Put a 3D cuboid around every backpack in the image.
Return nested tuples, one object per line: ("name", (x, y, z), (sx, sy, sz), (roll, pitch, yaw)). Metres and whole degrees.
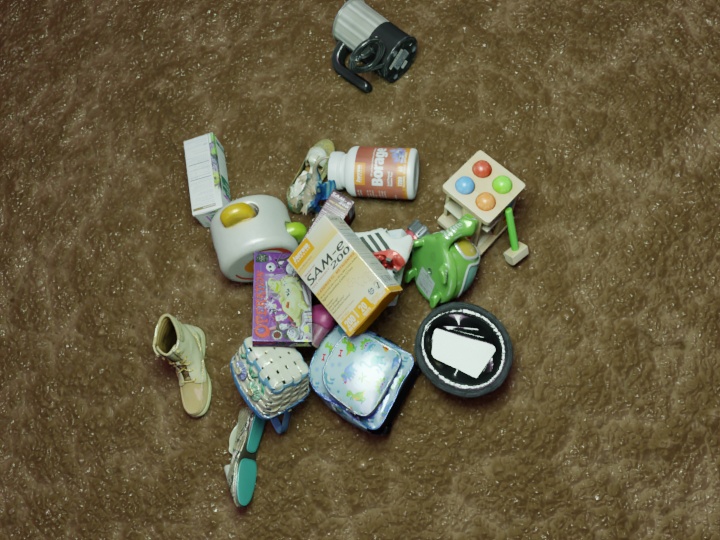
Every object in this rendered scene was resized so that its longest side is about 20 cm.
("backpack", (-0.004, 0.207, 1.292), (0.197, 0.147, 0.185), (25, 74, 23))

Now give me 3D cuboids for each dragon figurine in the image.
("dragon figurine", (-0.095, -0.184, 1.416), (0.058, 0.099, 0.203), (34, 126, 19))

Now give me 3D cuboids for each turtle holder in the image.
("turtle holder", (0.178, -0.028, 1.320), (0.130, 0.190, 0.140), (-17, 24, -29))

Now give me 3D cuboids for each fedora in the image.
("fedora", (0.209, 0.165, 1.292), (0.195, 0.092, 0.206), (-3, 72, 10))

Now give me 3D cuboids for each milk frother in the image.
("milk frother", (0.006, -0.546, 1.502), (0.188, 0.200, 0.181), (41, 87, 20))

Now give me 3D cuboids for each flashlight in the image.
("flashlight", (0.075, -0.019, 1.394), (0.200, 0.068, 0.068), (-46, 114, -2))

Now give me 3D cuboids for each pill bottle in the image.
("pill bottle", (0.030, -0.221, 1.439), (0.195, 0.112, 0.115), (4, 73, 12))

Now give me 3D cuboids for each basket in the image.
("basket", (-0.188, 0.218, 1.302), (0.137, 0.202, 0.177), (-25, 62, -28))

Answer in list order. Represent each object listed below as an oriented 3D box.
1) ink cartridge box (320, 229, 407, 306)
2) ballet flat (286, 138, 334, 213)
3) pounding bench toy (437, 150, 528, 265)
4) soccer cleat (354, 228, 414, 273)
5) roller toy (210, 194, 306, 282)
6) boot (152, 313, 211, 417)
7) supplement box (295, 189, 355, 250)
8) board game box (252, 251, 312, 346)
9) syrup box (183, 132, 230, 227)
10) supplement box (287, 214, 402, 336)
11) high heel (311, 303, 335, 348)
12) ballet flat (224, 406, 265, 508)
("ink cartridge box", (0.000, 0.000, 1.354), (0.196, 0.047, 0.163), (-6, 55, 32))
("ballet flat", (-0.117, -0.231, 1.495), (0.069, 0.071, 0.203), (22, 78, 17))
("pounding bench toy", (0.277, -0.120, 1.324), (0.199, 0.157, 0.124), (41, 72, 19))
("soccer cleat", (0.019, -0.052, 1.304), (0.197, 0.069, 0.086), (13, 55, 37))
("roller toy", (-0.237, -0.074, 1.404), (0.182, 0.197, 0.142), (-42, 61, 41))
("boot", (-0.380, 0.204, 1.359), (0.071, 0.156, 0.205), (-9, 71, 7))
("supplement box", (-0.085, -0.066, 1.411), (0.060, 0.109, 0.203), (29, 80, 7))
("board game box", (-0.156, 0.055, 1.274), (0.117, 0.033, 0.204), (-1, 59, -7))
("syrup box", (-0.365, -0.216, 1.531), (0.080, 0.079, 0.204), (-15, 70, 5))
("supplement box", (-0.032, 0.008, 1.233), (0.201, 0.073, 0.126), (48, 110, 16))
("high heel", (-0.118, 0.093, 1.361), (0.198, 0.067, 0.097), (24, 79, 48))
("ballet flat", (-0.248, 0.386, 1.333), (0.074, 0.068, 0.205), (-7, 64, 32))
